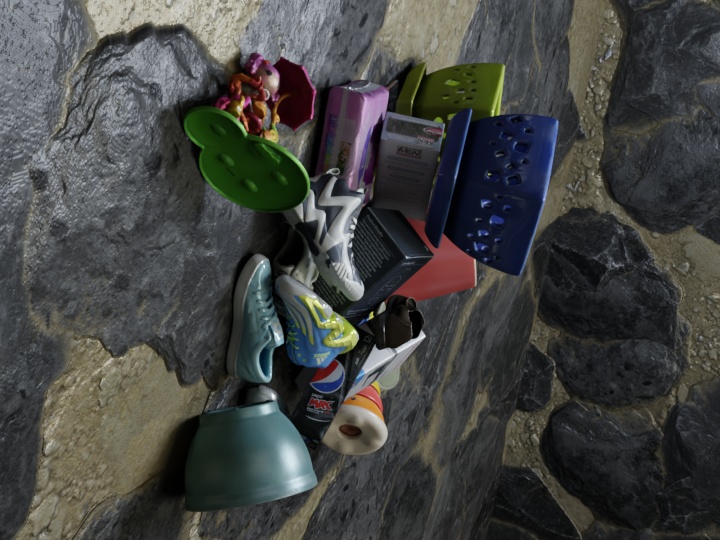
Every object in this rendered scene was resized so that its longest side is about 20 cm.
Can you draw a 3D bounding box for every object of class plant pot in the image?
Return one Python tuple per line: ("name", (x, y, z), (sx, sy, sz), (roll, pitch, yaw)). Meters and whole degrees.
("plant pot", (0.128, -0.035, 1.918), (0.200, 0.175, 0.203), (-3, 90, -84))
("plant pot", (0.158, -0.261, 1.862), (0.201, 0.179, 0.201), (-71, 167, -53))
("plant pot", (0.210, -0.138, 1.676), (0.201, 0.178, 0.201), (99, 5, -51))
("plant pot", (-0.171, 0.267, 1.508), (0.200, 0.198, 0.136), (0, 79, -68))

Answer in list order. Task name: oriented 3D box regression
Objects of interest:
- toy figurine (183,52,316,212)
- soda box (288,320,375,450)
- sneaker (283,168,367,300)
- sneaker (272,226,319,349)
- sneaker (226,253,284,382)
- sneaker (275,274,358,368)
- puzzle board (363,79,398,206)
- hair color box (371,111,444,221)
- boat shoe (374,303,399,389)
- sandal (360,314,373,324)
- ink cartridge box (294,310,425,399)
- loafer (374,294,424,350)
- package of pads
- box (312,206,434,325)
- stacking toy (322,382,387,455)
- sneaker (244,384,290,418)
("toy figurine", (-0.131, -0.210, 1.334), (0.200, 0.149, 0.186), (46, 46, -40))
("soda box", (-0.047, 0.185, 1.645), (0.201, 0.063, 0.071), (-60, 176, -25))
("sneaker", (-0.023, -0.065, 1.556), (0.129, 0.200, 0.079), (-36, -176, -18))
("sneaker", (-0.114, 0.022, 1.602), (0.088, 0.073, 0.202), (17, 84, -61))
("sneaker", (-0.145, 0.076, 1.534), (0.074, 0.081, 0.202), (-34, 137, -60))
("sneaker", (-0.084, 0.091, 1.552), (0.105, 0.076, 0.200), (-49, 132, -2))
("puzzle board", (0.032, -0.224, 1.840), (0.151, 0.017, 0.202), (-49, 149, -47))
("hair color box", (0.077, -0.171, 1.704), (0.201, 0.098, 0.061), (98, 5, -59))
("boat shoe", (0.048, 0.143, 2.117), (0.071, 0.060, 0.204), (0, 101, -22))
("sandal", (-0.013, 0.064, 1.877), (0.087, 0.079, 0.202), (-45, 145, -44))
("ink cartridge box", (0.000, 0.157, 1.807), (0.199, 0.085, 0.145), (-28, 165, -34))
("loafer", (0.074, 0.091, 1.697), (0.200, 0.070, 0.074), (-48, 138, -71))
("package of pads", (-0.016, -0.203, 1.647), (0.120, 0.075, 0.202), (-33, 136, -62))
("box", (0.000, 0.000, 1.686), (0.200, 0.107, 0.148), (-41, 167, 17))
("stacking toy", (-0.009, 0.250, 2.014), (0.201, 0.144, 0.147), (-79, 170, -45))
("sneaker", (-0.174, 0.290, 1.632), (0.130, 0.079, 0.201), (-61, 168, -49))
